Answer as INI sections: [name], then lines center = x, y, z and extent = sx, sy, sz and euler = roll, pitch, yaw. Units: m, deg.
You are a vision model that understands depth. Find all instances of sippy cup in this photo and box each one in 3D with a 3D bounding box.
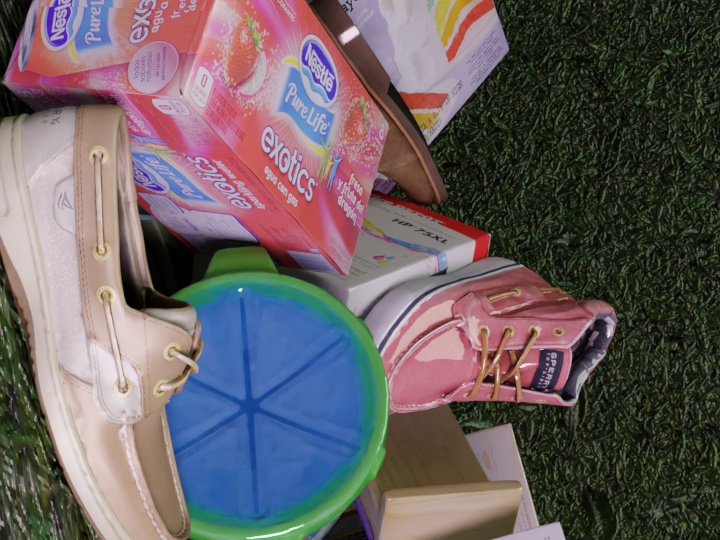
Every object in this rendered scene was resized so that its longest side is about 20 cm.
[sippy cup]
center = -0.054, 0.089, 0.685
extent = 0.179, 0.139, 0.131
euler = -58, 167, -23

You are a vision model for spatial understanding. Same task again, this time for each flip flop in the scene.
[flip flop]
center = -0.106, -0.023, 0.833
extent = 0.082, 0.057, 0.201
euler = -103, 176, -45

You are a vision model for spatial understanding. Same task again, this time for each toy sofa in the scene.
[toy sofa]
center = 0.021, 0.114, 0.815
extent = 0.200, 0.082, 0.098
euler = -117, -148, -56

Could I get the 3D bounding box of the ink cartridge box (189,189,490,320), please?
[ink cartridge box]
center = 0.000, 0.000, 0.839
extent = 0.199, 0.115, 0.068
euler = -21, 127, -53

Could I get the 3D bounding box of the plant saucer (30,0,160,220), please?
[plant saucer]
center = -0.118, -0.129, 0.717
extent = 0.200, 0.036, 0.202
euler = 7, 90, -66

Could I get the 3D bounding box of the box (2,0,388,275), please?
[box]
center = -0.072, -0.082, 0.669
extent = 0.200, 0.102, 0.096
euler = 47, 54, -58

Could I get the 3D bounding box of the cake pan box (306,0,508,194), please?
[cake pan box]
center = 0.006, -0.148, 0.904
extent = 0.052, 0.200, 0.185
euler = 30, -19, 36

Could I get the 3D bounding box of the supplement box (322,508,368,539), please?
[supplement box]
center = 0.003, 0.231, 0.915
extent = 0.200, 0.130, 0.104
euler = -52, 124, -87

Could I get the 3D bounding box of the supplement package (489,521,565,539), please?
[supplement package]
center = 0.030, 0.231, 0.709
extent = 0.114, 0.198, 0.110
euler = 70, 5, -48

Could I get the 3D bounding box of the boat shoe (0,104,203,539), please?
[boat shoe]
center = -0.101, 0.028, 0.564
extent = 0.074, 0.066, 0.202
euler = -91, 165, -79

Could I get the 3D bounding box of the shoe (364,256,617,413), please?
[shoe]
center = 0.075, 0.046, 0.779
extent = 0.200, 0.090, 0.072
euler = -23, 128, -53

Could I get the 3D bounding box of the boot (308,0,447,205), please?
[boot]
center = -0.005, -0.092, 0.845
extent = 0.074, 0.075, 0.200
euler = 57, 6, 37

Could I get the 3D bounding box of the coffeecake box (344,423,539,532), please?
[coffeecake box]
center = 0.047, 0.228, 1.073
extent = 0.073, 0.198, 0.155
euler = 70, 6, -67
